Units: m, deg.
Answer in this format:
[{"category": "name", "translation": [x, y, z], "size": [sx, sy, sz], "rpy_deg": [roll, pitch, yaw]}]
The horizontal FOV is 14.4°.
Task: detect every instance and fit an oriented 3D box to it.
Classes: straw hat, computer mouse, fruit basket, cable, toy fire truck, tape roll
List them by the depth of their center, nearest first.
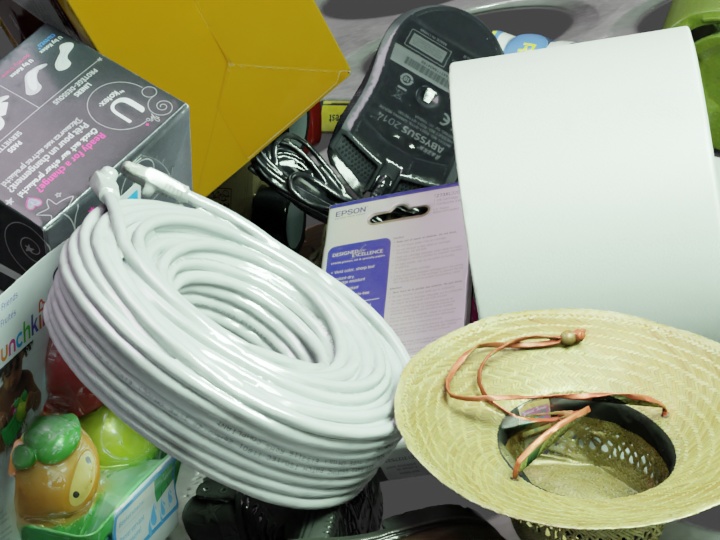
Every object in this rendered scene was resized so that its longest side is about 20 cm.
[{"category": "straw hat", "translation": [0.113, 0.104, 1.419], "size": [0.200, 0.086, 0.201], "rpy_deg": [-1, 30, 1]}, {"category": "cable", "translation": [-0.066, 0.040, 1.446], "size": [0.199, 0.069, 0.200], "rpy_deg": [27, 22, -11]}, {"category": "fruit basket", "translation": [-0.150, 0.076, 1.539], "size": [0.093, 0.201, 0.185], "rpy_deg": [15, 28, 17]}, {"category": "tape roll", "translation": [0.132, -0.028, 1.595], "size": [0.138, 0.204, 0.203], "rpy_deg": [-8, 19, 6]}, {"category": "computer mouse", "translation": [0.022, -0.087, 1.800], "size": [0.200, 0.138, 0.053], "rpy_deg": [-56, -1, -34]}, {"category": "toy fire truck", "translation": [-0.046, -0.052, 1.894], "size": [0.128, 0.177, 0.200], "rpy_deg": [4, 10, 17]}]

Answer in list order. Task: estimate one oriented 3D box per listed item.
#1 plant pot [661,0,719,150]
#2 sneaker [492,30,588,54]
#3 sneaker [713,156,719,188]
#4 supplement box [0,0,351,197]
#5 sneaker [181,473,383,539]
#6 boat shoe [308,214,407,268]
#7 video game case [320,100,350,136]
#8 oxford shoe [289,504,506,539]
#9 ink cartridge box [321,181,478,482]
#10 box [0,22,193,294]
[{"category": "plant pot", "translation": [0.291, -0.179, 1.988], "size": [0.199, 0.201, 0.190], "rpy_deg": [-2, 34, 34]}, {"category": "sneaker", "translation": [0.160, -0.128, 2.036], "size": [0.082, 0.074, 0.200], "rpy_deg": [8, 5, 31]}, {"category": "sneaker", "translation": [0.184, -0.057, 1.758], "size": [0.199, 0.075, 0.087], "rpy_deg": [1, -41, -45]}, {"category": "supplement box", "translation": [-0.143, -0.182, 1.736], "size": [0.133, 0.198, 0.200], "rpy_deg": [-40, 42, -12]}, {"category": "sneaker", "translation": [-0.047, 0.137, 1.506], "size": [0.104, 0.060, 0.200], "rpy_deg": [-10, 14, 11]}, {"category": "boat shoe", "translation": [0.000, 0.000, 1.802], "size": [0.075, 0.073, 0.200], "rpy_deg": [-55, -7, 25]}, {"category": "video game case", "translation": [0.101, -0.091, 1.959], "size": [0.180, 0.026, 0.199], "rpy_deg": [4, -3, 45]}, {"category": "oxford shoe", "translation": [-0.009, 0.168, 1.359], "size": [0.199, 0.073, 0.084], "rpy_deg": [-21, 21, -18]}, {"category": "ink cartridge box", "translation": [0.021, 0.035, 1.651], "size": [0.094, 0.037, 0.201], "rpy_deg": [-10, 47, 17]}, {"category": "box", "translation": [-0.176, -0.015, 1.652], "size": [0.114, 0.201, 0.132], "rpy_deg": [29, 53, 24]}]
